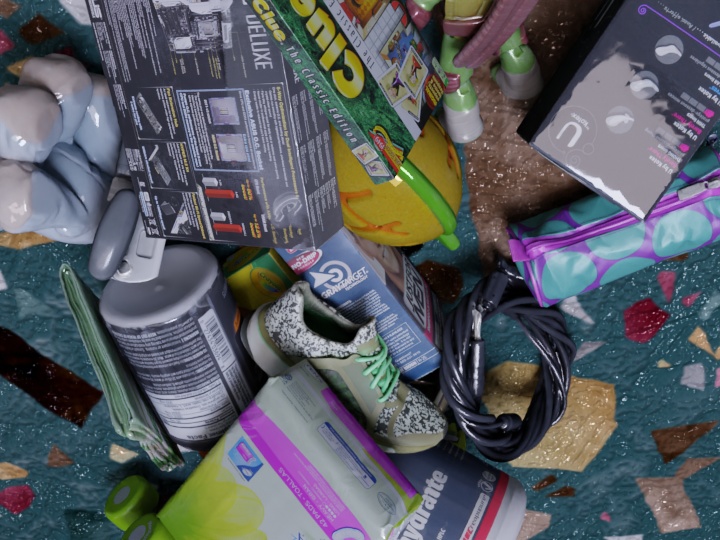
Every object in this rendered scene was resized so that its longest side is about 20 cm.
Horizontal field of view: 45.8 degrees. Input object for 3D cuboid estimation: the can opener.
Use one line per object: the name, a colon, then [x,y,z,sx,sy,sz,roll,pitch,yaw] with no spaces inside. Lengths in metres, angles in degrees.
can opener: [-0.170,-0.087,0.685,0.052,0.066,0.202,12,81,-11]

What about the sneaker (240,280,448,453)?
sneaker: [-0.002,0.080,0.710,0.199,0.077,0.089,33,132,-9]

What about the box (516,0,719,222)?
box: [0.216,-0.155,0.633,0.106,0.122,0.201,33,104,-2]

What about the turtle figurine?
turtle figurine: [0.063,-0.209,0.644,0.198,0.145,0.195,11,148,27]

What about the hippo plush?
hippo plush: [-0.286,-0.091,0.713,0.159,0.161,0.200,4,165,18]

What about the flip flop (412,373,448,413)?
flip flop: [0.029,0.152,0.876,0.058,0.081,0.200,44,118,-7]

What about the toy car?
toy car: [-0.141,0.258,0.922,0.200,0.158,0.165,-42,120,-10]

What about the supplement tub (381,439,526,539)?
supplement tub: [0.036,0.211,0.773,0.199,0.140,0.141,27,119,10]

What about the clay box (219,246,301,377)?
clay box: [-0.110,0.048,0.823,0.199,0.048,0.115,-30,116,18]

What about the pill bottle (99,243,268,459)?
pill bottle: [-0.143,0.085,0.751,0.105,0.107,0.201,-11,127,7]

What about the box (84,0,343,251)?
box: [-0.102,-0.118,0.601,0.156,0.050,0.202,5,118,28]

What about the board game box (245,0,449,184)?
board game box: [-0.016,-0.163,0.535,0.023,0.105,0.200,-3,136,43]

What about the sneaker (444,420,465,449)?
sneaker: [0.077,0.254,0.917,0.073,0.081,0.201,-2,131,2]

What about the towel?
towel: [-0.209,0.097,0.754,0.023,0.153,0.200,-25,161,-10]

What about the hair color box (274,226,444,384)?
hair color box: [0.000,0.000,0.765,0.060,0.100,0.200,-31,116,19]

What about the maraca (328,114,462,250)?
maraca: [0.026,-0.072,0.682,0.107,0.200,0.137,-46,70,-1]

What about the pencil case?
pencil case: [0.231,-0.039,0.746,0.198,0.086,0.092,-23,162,13]

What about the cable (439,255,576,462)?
cable: [0.145,0.097,0.797,0.050,0.164,0.201,-1,137,40]

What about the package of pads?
package of pads: [-0.060,0.195,0.692,0.155,0.068,0.200,48,121,13]
